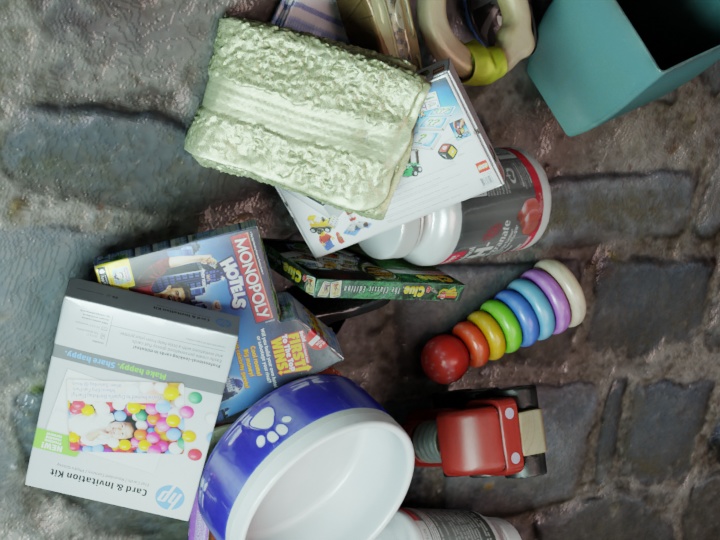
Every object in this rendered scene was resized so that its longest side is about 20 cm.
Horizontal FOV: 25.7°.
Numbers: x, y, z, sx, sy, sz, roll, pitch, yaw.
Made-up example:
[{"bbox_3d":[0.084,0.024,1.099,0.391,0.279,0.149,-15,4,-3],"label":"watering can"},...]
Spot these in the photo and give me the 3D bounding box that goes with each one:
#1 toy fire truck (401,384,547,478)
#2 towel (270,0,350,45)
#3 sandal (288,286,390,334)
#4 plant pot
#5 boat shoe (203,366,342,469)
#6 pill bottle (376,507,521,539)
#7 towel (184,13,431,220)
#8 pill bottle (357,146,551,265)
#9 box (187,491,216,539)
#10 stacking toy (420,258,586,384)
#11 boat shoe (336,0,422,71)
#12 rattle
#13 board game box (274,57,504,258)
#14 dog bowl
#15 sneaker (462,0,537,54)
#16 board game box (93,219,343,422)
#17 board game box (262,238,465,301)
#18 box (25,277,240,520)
[{"bbox_3d":[0.074,0.168,1.684,0.199,0.176,0.130,-7,89,-33],"label":"toy fire truck"},{"bbox_3d":[-0.023,-0.227,1.482,0.146,0.024,0.201,15,101,-46],"label":"towel"},{"bbox_3d":[-0.061,0.053,1.564,0.199,0.075,0.045,-22,124,-24],"label":"sandal"},{"bbox_3d":[0.268,-0.231,1.616,0.141,0.142,0.200,-25,168,-30],"label":"plant pot"},{"bbox_3d":[-0.106,0.143,1.514,0.199,0.063,0.071,-24,135,-15],"label":"boat shoe"},{"bbox_3d":[0.093,0.332,1.817,0.199,0.114,0.114,10,105,-44],"label":"pill bottle"},{"bbox_3d":[-0.048,-0.139,1.411,0.036,0.199,0.149,-65,173,-78],"label":"towel"},{"bbox_3d":[0.090,-0.064,1.608,0.199,0.111,0.111,-10,118,-39],"label":"pill bottle"},{"bbox_3d":[-0.080,0.250,1.587,0.199,0.039,0.138,-12,121,-35],"label":"box"},{"bbox_3d":[0.154,0.067,1.763,0.199,0.085,0.086,-30,129,-22],"label":"stacking toy"},{"bbox_3d":[0.035,-0.197,1.485,0.063,0.073,0.201,-37,133,-25],"label":"boat shoe"},{"bbox_3d":[0.074,-0.273,1.525,0.130,0.143,0.201,-35,102,-12],"label":"rattle"},{"bbox_3d":[0.019,-0.102,1.472,0.199,0.035,0.127,-21,116,17],"label":"board game box"},{"bbox_3d":[-0.050,0.198,1.476,0.199,0.079,0.201,-25,138,-25],"label":"dog bowl"},{"bbox_3d":[0.146,-0.292,1.557,0.071,0.083,0.200,-35,132,-29],"label":"sneaker"},{"bbox_3d":[-0.124,0.049,1.450,0.199,0.062,0.201,-14,116,-5],"label":"board game box"},{"bbox_3d":[0.000,0.000,1.564,0.199,0.105,0.024,3,108,-42],"label":"board game box"},{"bbox_3d":[-0.205,0.117,1.410,0.155,0.041,0.201,14,116,-8],"label":"box"}]
